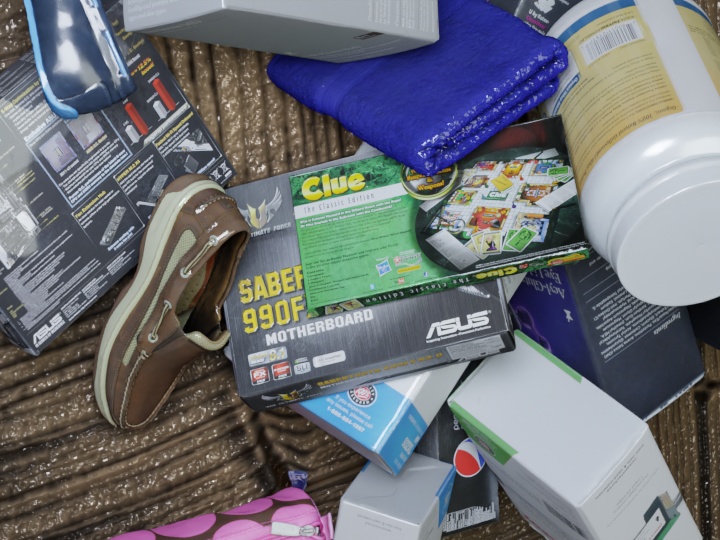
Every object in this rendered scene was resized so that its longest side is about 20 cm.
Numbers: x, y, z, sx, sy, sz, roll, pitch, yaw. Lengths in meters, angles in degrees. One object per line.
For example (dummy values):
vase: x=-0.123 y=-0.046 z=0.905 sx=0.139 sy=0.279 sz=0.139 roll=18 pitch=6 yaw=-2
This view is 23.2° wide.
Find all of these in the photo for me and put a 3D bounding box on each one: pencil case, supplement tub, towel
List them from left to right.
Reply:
pencil case: x=-0.119 y=0.218 z=1.310 sx=0.198 sy=0.093 sz=0.092 roll=-14 pitch=90 yaw=-31
towel: x=0.041 y=-0.142 z=1.266 sx=0.147 sy=0.200 sz=0.050 roll=-38 pitch=131 yaw=-15
supplement tub: x=0.211 y=-0.090 z=1.249 sx=0.143 sy=0.201 sz=0.146 roll=-8 pitch=138 yaw=-7

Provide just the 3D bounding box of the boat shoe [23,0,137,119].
boat shoe: x=-0.190 y=-0.201 z=1.153 sx=0.068 sy=0.084 sz=0.203 roll=-12 pitch=92 yaw=-4

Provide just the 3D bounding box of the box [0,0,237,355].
box: x=-0.203 y=-0.067 z=1.213 sx=0.200 sy=0.050 sz=0.158 roll=-44 pitch=121 yaw=-17

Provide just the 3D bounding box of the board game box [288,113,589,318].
board game box: x=0.052 y=-0.038 z=1.217 sx=0.023 sy=0.197 sz=0.106 roll=57 pitch=23 yaw=-68

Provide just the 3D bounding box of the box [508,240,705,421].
box: x=0.175 y=0.012 z=1.421 sx=0.104 sy=0.147 sz=0.202 roll=-32 pitch=116 yaw=-23

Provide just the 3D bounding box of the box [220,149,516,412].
box: x=0.000 y=0.000 z=1.254 sx=0.198 sy=0.048 sz=0.160 roll=-13 pitch=69 yaw=8

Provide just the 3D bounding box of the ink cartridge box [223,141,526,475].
ink cartridge box: x=0.017 y=0.026 z=1.314 sx=0.201 sy=0.144 sz=0.084 roll=-56 pitch=158 yaw=-9

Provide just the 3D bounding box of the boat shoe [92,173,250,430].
boat shoe: x=-0.130 y=0.037 z=1.233 sx=0.074 sy=0.075 sz=0.204 roll=-15 pitch=133 yaw=-48

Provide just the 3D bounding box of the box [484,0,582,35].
box: x=0.151 y=-0.263 z=1.355 sx=0.105 sy=0.122 sz=0.202 roll=23 pitch=89 yaw=-36

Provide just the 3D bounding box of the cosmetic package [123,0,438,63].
cosmetic package: x=-0.051 y=-0.193 z=1.159 sx=0.199 sy=0.106 sz=0.091 roll=-2 pitch=89 yaw=-43

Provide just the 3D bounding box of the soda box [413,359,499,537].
soda box: x=0.067 y=0.107 z=1.418 sx=0.063 sy=0.071 sz=0.203 roll=-11 pitch=107 yaw=-32

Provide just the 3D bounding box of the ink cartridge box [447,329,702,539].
ink cartridge box: x=0.169 y=0.157 z=1.356 sx=0.084 sy=0.146 sz=0.200 roll=-46 pitch=142 yaw=-9

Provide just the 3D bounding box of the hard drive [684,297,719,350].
hard drive: x=0.252 y=-0.018 z=1.425 sx=0.042 sy=0.200 sz=0.136 roll=-27 pitch=125 yaw=-15

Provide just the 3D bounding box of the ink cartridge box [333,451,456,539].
ink cartridge box: x=0.013 y=0.253 z=1.368 sx=0.116 sy=0.067 sz=0.202 roll=-44 pitch=148 yaw=-65
